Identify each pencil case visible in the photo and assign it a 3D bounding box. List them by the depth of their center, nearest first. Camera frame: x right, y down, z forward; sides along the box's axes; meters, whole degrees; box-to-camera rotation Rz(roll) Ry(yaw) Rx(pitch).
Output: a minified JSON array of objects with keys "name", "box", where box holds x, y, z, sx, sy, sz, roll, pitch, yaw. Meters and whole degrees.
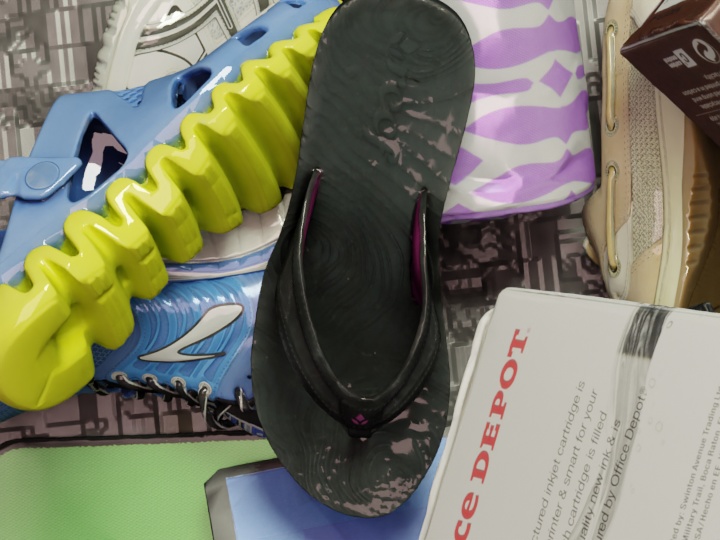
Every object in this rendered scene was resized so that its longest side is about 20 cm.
[{"name":"pencil case","box":[0.040,-0.116,0.849,0.084,0.085,0.200,-5,98,11]}]

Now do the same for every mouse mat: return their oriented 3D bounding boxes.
[{"name":"mouse mat","box":[-0.055,0.146,0.913,0.200,0.008,0.161,-2,87,5]}]

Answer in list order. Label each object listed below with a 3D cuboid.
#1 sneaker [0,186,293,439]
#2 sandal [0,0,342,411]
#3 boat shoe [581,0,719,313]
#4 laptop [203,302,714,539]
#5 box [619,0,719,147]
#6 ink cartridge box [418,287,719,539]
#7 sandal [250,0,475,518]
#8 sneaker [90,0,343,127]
[{"name":"sneaker","box":[-0.067,0.030,0.884,0.200,0.079,0.089,-19,84,5]},{"name":"sandal","box":[-0.083,-0.043,0.828,0.200,0.080,0.087,-40,60,-20]},{"name":"boat shoe","box":[0.123,-0.018,0.875,0.072,0.065,0.200,-11,105,-38]},{"name":"laptop","box":[0.051,0.127,0.827,0.200,0.103,0.178,-33,62,45]},{"name":"box","box":[0.204,-0.055,0.809,0.200,0.075,0.100,42,76,-10]},{"name":"ink cartridge box","box":[0.109,0.091,0.707,0.084,0.200,0.145,21,84,-32]},{"name":"sandal","box":[-0.001,-0.001,0.809,0.075,0.048,0.201,5,107,1]},{"name":"sneaker","box":[-0.039,-0.115,0.888,0.088,0.076,0.200,23,91,7]}]
